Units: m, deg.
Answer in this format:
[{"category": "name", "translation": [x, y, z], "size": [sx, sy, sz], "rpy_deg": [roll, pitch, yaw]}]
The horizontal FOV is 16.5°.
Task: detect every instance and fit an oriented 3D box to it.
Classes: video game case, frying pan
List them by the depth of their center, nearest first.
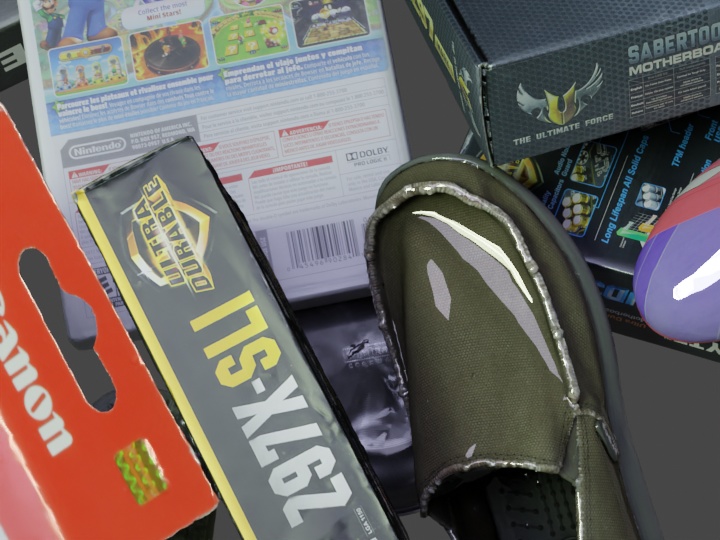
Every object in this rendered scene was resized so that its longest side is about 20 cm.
[{"category": "video game case", "translation": [-0.059, -0.079, 0.976], "size": [0.142, 0.018, 0.202], "rpy_deg": [-11, 75, 1]}, {"category": "frying pan", "translation": [0.016, 0.005, 0.977], "size": [0.114, 0.031, 0.191], "rpy_deg": [12, 69, 11]}]

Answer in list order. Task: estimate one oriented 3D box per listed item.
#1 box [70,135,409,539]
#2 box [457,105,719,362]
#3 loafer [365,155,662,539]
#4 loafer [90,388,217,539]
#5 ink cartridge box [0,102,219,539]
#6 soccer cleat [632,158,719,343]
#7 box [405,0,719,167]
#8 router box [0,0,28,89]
[{"category": "box", "translation": [-0.024, 0.064, 0.852], "size": [0.049, 0.160, 0.201], "rpy_deg": [-27, 80, -2]}, {"category": "box", "translation": [0.135, -0.065, 0.965], "size": [0.158, 0.046, 0.201], "rpy_deg": [15, 60, 16]}, {"category": "loafer", "translation": [0.054, 0.053, 0.876], "size": [0.075, 0.070, 0.201], "rpy_deg": [-26, 83, 25]}, {"category": "loafer", "translation": [-0.092, 0.145, 0.911], "size": [0.075, 0.070, 0.202], "rpy_deg": [14, 78, -11]}, {"category": "ink cartridge box", "translation": [-0.163, 0.061, 0.864], "size": [0.200, 0.050, 0.163], "rpy_deg": [-33, 83, 34]}, {"category": "soccer cleat", "translation": [0.178, -0.046, 0.861], "size": [0.199, 0.077, 0.067], "rpy_deg": [-29, 62, 2]}, {"category": "box", "translation": [0.115, -0.125, 0.925], "size": [0.199, 0.051, 0.158], "rpy_deg": [-16, 42, -6]}, {"category": "router box", "translation": [-0.162, -0.155, 1.054], "size": [0.199, 0.051, 0.150], "rpy_deg": [-27, 67, -4]}]
